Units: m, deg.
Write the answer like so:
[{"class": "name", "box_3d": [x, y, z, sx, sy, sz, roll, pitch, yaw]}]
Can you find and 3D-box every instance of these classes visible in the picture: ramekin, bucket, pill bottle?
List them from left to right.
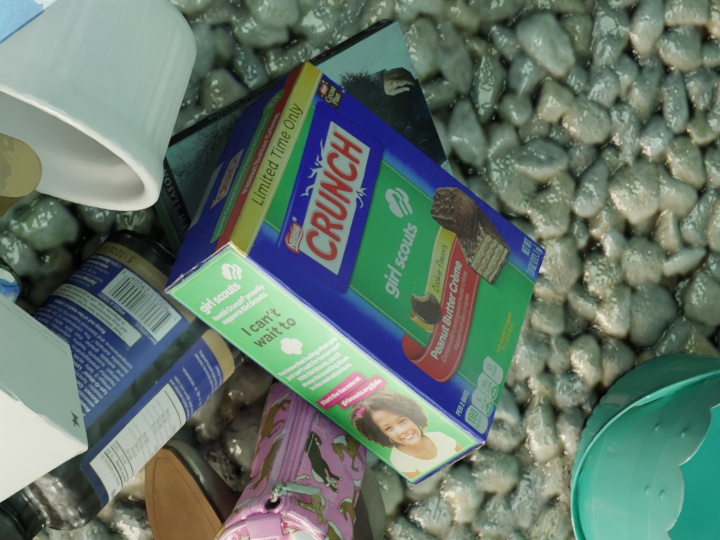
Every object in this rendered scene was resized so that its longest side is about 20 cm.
[{"class": "ramekin", "box_3d": [-0.188, -0.119, 1.626, 0.200, 0.200, 0.098, 31, 74, -32]}, {"class": "pill bottle", "box_3d": [-0.171, 0.080, 1.712, 0.200, 0.112, 0.112, -46, 118, -18]}, {"class": "bucket", "box_3d": [0.249, 0.153, 1.973, 0.206, 0.135, 0.208, -5, 99, -32]}]

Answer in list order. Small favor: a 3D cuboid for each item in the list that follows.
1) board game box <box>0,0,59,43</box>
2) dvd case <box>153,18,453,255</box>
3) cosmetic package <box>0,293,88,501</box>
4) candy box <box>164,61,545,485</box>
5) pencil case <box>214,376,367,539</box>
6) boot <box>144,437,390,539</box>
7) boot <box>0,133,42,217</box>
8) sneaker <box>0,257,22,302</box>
[{"class": "board game box", "box_3d": [-0.240, -0.198, 1.478, 0.200, 0.043, 0.199, -40, 107, -23]}, {"class": "dvd case", "box_3d": [-0.034, -0.051, 1.833, 0.200, 0.022, 0.146, -30, 112, -25]}, {"class": "cosmetic package", "box_3d": [-0.262, 0.095, 1.603, 0.200, 0.085, 0.108, -32, 134, 16]}, {"class": "candy box", "box_3d": [0.000, 0.000, 1.727, 0.200, 0.077, 0.169, 37, 44, -17]}, {"class": "pencil case", "box_3d": [-0.029, 0.103, 1.754, 0.083, 0.086, 0.200, 36, 44, -20]}, {"class": "boot", "box_3d": [-0.050, 0.158, 1.822, 0.146, 0.070, 0.201, -37, 124, -35]}, {"class": "boot", "box_3d": [-0.284, -0.068, 1.601, 0.201, 0.144, 0.071, 22, 72, -26]}, {"class": "sneaker", "box_3d": [-0.291, 0.025, 1.660, 0.199, 0.079, 0.090, -8, 112, -25]}]
